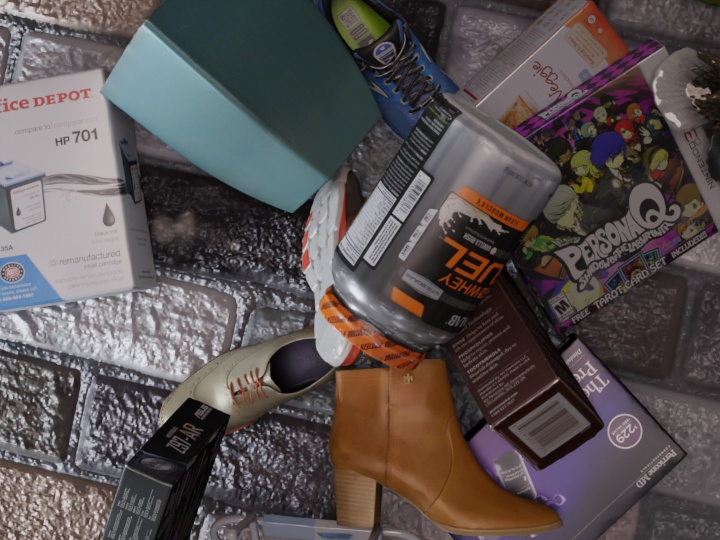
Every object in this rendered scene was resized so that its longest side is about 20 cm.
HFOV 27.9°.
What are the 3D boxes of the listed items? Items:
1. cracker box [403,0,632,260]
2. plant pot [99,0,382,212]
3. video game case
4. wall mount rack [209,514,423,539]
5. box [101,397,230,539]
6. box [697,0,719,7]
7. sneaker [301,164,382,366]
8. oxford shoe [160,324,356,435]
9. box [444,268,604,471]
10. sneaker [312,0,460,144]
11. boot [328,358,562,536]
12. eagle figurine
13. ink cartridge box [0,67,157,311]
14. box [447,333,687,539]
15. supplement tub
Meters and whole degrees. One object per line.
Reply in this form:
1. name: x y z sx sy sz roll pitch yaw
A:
1. cracker box: 0.156 -0.125 1.264 0.200 0.058 0.134 -42 114 4
2. plant pot: -0.093 -0.158 1.256 0.200 0.141 0.142 43 60 -6
3. video game case: 0.210 -0.070 1.249 0.199 0.036 0.182 -32 114 -1
4. wall mount rack: -0.041 0.248 1.255 0.198 0.174 0.075 3 50 6
5. box: -0.181 0.229 1.244 0.043 0.160 0.201 22 109 6
6. box: 0.302 -0.298 1.184 0.191 0.200 0.123 12 90 -12
7. sneaker: 0.000 0.000 1.285 0.081 0.077 0.201 10 58 -24
8. oxford shoe: -0.096 0.097 1.304 0.199 0.074 0.071 -28 87 5
9. box: 0.116 0.059 1.220 0.075 0.100 0.201 -35 48 11
10. sneaker: 0.026 -0.179 1.286 0.079 0.089 0.200 -44 92 4
11. boot: 0.072 0.147 1.217 0.200 0.071 0.145 3 84 5
12. eagle figurine: 0.353 -0.131 1.217 0.151 0.200 0.151 -36 69 18
13. ink cartridge box: -0.277 -0.071 1.320 0.145 0.086 0.202 -9 90 6
14. box: 0.165 0.175 1.277 0.200 0.079 0.141 -44 88 4
15. supplement tub: 0.058 -0.028 1.148 0.122 0.123 0.201 34 103 5
